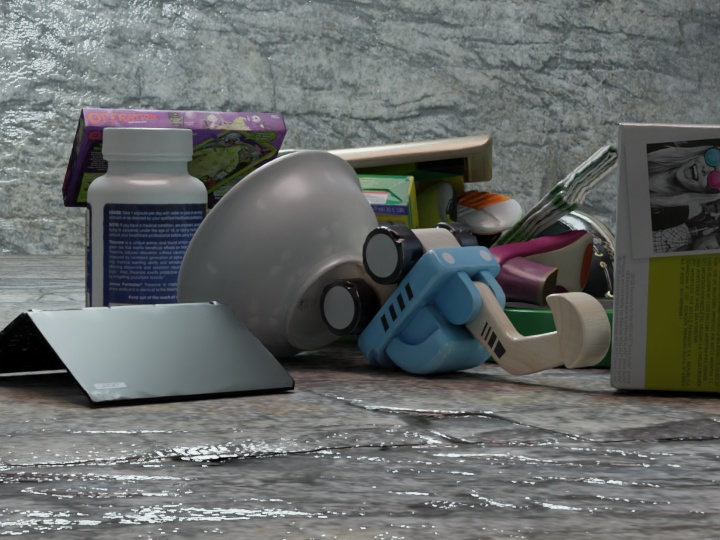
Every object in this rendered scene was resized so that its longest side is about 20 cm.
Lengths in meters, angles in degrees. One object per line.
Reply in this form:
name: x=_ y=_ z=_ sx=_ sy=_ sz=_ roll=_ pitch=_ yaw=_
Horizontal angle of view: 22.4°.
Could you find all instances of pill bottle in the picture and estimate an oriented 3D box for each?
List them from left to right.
pill bottle: x=-0.195 y=-0.029 z=1.667 sx=0.110 sy=0.201 sz=0.111 roll=1 pitch=3 yaw=0

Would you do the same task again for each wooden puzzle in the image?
wooden puzzle: x=0.036 y=-0.093 z=1.755 sx=0.184 sy=0.037 sz=0.200 roll=-6 pitch=-5 yaw=3

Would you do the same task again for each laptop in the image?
laptop: x=-0.180 y=0.082 z=1.385 sx=0.177 sy=0.104 sz=0.200 roll=-1 pitch=-22 yaw=-37

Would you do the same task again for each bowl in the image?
bowl: x=-0.051 y=0.004 z=1.552 sx=0.201 sy=0.202 sz=0.090 roll=-3 pitch=36 yaw=-48

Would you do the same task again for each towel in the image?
towel: x=0.161 y=-0.034 z=1.751 sx=0.200 sy=0.031 sz=0.149 roll=-45 pitch=-5 yaw=33

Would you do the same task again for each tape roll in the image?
tape roll: x=0.193 y=0.053 z=1.631 sx=0.199 sy=0.048 sz=0.200 roll=1 pitch=2 yaw=0

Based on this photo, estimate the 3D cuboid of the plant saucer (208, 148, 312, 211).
plant saucer: x=-0.076 y=-0.044 z=1.964 sx=0.199 sy=0.201 sz=0.050 roll=0 pitch=25 yaw=-10

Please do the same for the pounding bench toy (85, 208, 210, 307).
pounding bench toy: x=-0.169 y=0.001 z=1.835 sx=0.199 sy=0.125 sz=0.156 roll=0 pitch=3 yaw=-17

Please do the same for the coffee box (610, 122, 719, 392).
coffee box: x=0.298 y=-0.011 z=1.418 sx=0.197 sy=0.201 sz=0.200 roll=2 pitch=3 yaw=9

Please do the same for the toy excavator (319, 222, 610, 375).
toy excavator: x=0.090 y=0.040 z=1.460 sx=0.100 sy=0.200 sz=0.195 roll=-4 pitch=-39 yaw=-48

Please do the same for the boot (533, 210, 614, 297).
boot: x=0.192 y=0.004 z=1.833 sx=0.153 sy=0.074 sz=0.204 roll=-4 pitch=35 yaw=-29

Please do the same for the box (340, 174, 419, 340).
box: x=0.000 y=0.000 z=1.707 sx=0.117 sy=0.201 sz=0.049 roll=2 pitch=44 yaw=12

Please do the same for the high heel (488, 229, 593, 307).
high heel: x=0.151 y=-0.009 z=1.661 sx=0.096 sy=0.068 sz=0.200 roll=13 pitch=11 yaw=21

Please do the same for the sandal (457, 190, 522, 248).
sandal: x=0.093 y=-0.048 z=1.829 sx=0.079 sy=0.060 sz=0.206 roll=-13 pitch=18 yaw=-27

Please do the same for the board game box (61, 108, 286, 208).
board game box: x=-0.182 y=-0.107 z=1.765 sx=0.199 sy=0.032 sz=0.120 roll=0 pitch=-34 yaw=-21

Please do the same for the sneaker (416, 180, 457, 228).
sneaker: x=0.023 y=-0.013 z=1.761 sx=0.076 sy=0.200 sz=0.076 roll=24 pitch=35 yaw=-23
